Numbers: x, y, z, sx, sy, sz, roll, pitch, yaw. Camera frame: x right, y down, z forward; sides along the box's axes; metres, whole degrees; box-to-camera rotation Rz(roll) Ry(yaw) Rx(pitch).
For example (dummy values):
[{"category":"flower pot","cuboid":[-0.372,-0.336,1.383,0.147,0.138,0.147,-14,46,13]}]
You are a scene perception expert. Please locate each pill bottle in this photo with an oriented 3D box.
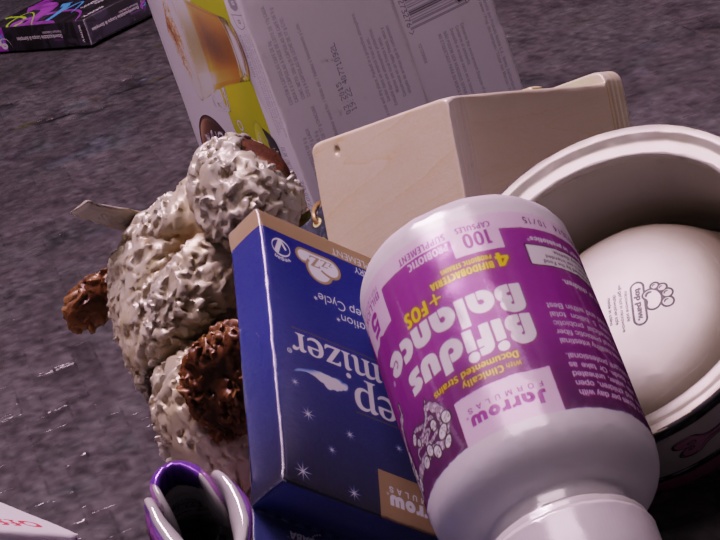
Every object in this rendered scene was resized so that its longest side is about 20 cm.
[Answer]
[{"category":"pill bottle","cuboid":[0.075,0.071,1.182,0.111,0.113,0.201,-19,52,-1]}]

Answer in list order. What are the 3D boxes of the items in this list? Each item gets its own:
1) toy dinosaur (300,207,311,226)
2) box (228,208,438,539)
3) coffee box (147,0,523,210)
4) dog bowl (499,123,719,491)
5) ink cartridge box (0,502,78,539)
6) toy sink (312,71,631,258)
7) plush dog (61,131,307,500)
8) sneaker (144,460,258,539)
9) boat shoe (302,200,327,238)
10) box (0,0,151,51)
[{"category":"toy dinosaur","cuboid":[-0.080,0.040,1.601,0.106,0.060,0.201,121,164,-56]},{"category":"box","cuboid":[-0.004,0.072,1.237,0.032,0.121,0.201,-40,41,36]},{"category":"coffee box","cuboid":[-0.020,-0.162,1.935,0.199,0.201,0.197,-26,18,-21]},{"category":"dog bowl","cuboid":[0.141,0.027,1.302,0.199,0.074,0.201,-18,48,21]},{"category":"ink cartridge box","cuboid":[-0.265,0.149,1.313,0.199,0.084,0.145,15,4,43]},{"category":"toy sink","cuboid":[0.092,-0.049,1.506,0.199,0.113,0.130,-7,-5,-39]},{"category":"plush dog","cuboid":[-0.078,0.051,1.366,0.159,0.200,0.173,-19,52,4]},{"category":"sneaker","cuboid":[-0.076,0.136,1.255,0.072,0.115,0.200,-24,17,-13]},{"category":"boat shoe","cuboid":[-0.007,-0.041,1.743,0.199,0.092,0.071,-12,17,19]},{"category":"box","cuboid":[-0.319,-0.296,2.906,0.199,0.036,0.143,4,28,47]}]
